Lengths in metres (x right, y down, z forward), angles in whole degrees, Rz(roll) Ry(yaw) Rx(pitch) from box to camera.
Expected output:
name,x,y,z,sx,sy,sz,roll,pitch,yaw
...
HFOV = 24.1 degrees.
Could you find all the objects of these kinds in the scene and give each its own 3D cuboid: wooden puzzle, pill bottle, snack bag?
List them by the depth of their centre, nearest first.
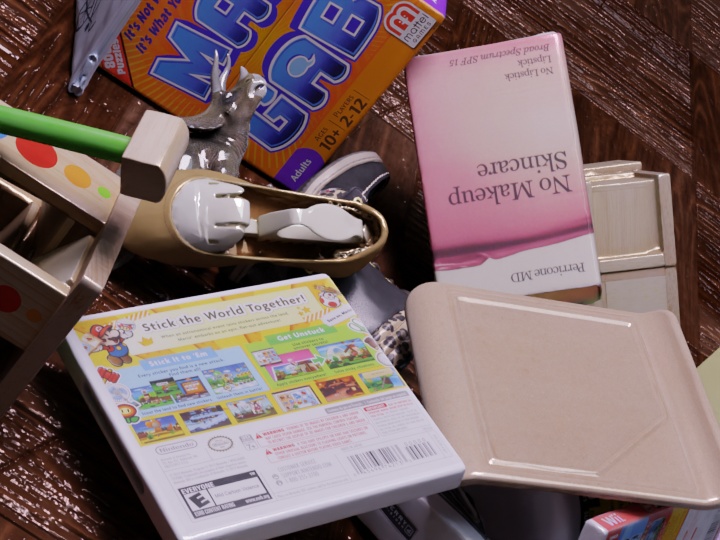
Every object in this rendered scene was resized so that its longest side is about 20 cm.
name,x,y,z,sx,sy,sz,roll,pitch,yaw
wooden puzzle,0.135,0.086,1.131,0.198,0.037,0.186,5,39,-13
pill bottle,0.159,0.164,1.198,0.199,0.113,0.113,2,49,-47
snack bag,-0.166,-0.253,1.270,0.021,0.189,0.201,24,35,-25

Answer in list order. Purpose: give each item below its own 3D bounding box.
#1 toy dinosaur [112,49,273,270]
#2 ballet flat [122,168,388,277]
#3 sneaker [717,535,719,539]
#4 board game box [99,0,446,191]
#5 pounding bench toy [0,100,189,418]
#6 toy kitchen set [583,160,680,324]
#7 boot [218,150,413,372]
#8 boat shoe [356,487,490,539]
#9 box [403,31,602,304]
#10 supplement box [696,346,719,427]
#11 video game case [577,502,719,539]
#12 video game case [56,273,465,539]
name,x,y,z,sx,sy,sz,roll,pitch,yaw
toy dinosaur,-0.131,-0.056,1.195,0.102,0.077,0.200,43,63,7
ballet flat,-0.071,-0.036,1.140,0.199,0.063,0.069,4,78,-28
sneaker,0.270,0.205,1.303,0.083,0.081,0.201,16,50,-21
board game box,-0.064,-0.230,1.345,0.199,0.200,0.201,32,31,-16
pounding bench toy,-0.209,-0.049,0.959,0.156,0.200,0.125,34,32,-14
toy kitchen set,0.168,0.003,1.470,0.162,0.182,0.200,-6,6,-7
boot,0.000,0.000,1.259,0.151,0.073,0.200,44,35,5
boat shoe,0.053,0.174,1.116,0.200,0.072,0.068,48,32,22
box,0.112,-0.069,1.318,0.109,0.127,0.202,46,35,-79
supplement box,0.363,0.153,1.359,0.134,0.200,0.201,11,43,-42
video game case,0.184,0.214,1.144,0.017,0.144,0.199,32,23,31
video game case,-0.062,0.082,1.025,0.199,0.023,0.182,-10,47,-33
